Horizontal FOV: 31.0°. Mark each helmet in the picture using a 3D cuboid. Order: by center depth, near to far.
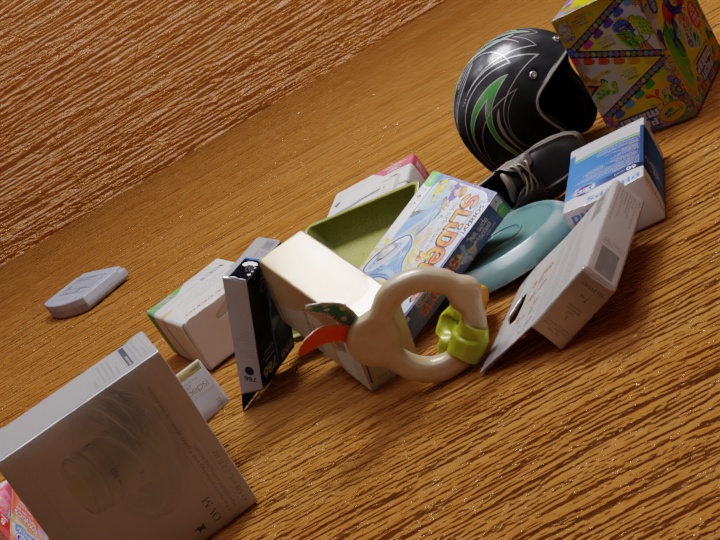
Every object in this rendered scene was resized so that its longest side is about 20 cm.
[{"bbox_3d":[0.224,-0.233,1.790,0.199,0.191,0.200,-30,17,10],"label":"helmet"}]

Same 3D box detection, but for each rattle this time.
[{"bbox_3d":[0.037,0.044,1.399,0.198,0.131,0.143,-9,33,9],"label":"rattle"}]

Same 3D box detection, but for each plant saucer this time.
[{"bbox_3d":[0.173,-0.029,1.570,0.199,0.028,0.200,-33,13,8],"label":"plant saucer"},{"bbox_3d":[0.000,0.000,1.697,0.199,0.048,0.201,-21,42,33],"label":"plant saucer"}]

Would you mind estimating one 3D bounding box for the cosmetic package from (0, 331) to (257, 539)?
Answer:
[{"bbox_3d":[-0.251,0.210,1.369,0.199,0.200,0.123,-35,16,-11],"label":"cosmetic package"}]

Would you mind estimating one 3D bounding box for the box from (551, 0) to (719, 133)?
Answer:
[{"bbox_3d":[0.375,-0.309,1.736,0.121,0.193,0.200,-19,21,36],"label":"box"}]

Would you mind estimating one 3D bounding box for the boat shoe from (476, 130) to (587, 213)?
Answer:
[{"bbox_3d":[0.204,-0.106,1.655,0.199,0.075,0.073,-37,-5,16],"label":"boat shoe"}]

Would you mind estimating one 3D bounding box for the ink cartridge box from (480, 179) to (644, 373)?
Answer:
[{"bbox_3d":[0.215,0.016,1.362,0.176,0.045,0.200,-52,3,36],"label":"ink cartridge box"}]

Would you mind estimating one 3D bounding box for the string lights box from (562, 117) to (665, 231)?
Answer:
[{"bbox_3d":[0.299,-0.103,1.521,0.102,0.059,0.200,-25,18,23],"label":"string lights box"}]

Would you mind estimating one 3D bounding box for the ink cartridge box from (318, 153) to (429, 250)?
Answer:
[{"bbox_3d":[0.029,-0.074,1.877,0.146,0.083,0.200,-26,17,18],"label":"ink cartridge box"}]

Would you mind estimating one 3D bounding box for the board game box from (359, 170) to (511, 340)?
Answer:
[{"bbox_3d":[0.076,-0.021,1.563,0.201,0.034,0.135,-53,35,-9],"label":"board game box"}]

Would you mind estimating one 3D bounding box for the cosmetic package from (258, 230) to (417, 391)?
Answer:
[{"bbox_3d":[-0.028,0.044,1.500,0.071,0.106,0.200,-34,37,-19],"label":"cosmetic package"}]

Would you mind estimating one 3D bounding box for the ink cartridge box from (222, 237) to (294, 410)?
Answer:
[{"bbox_3d":[-0.122,0.070,1.607,0.039,0.201,0.100,9,35,20],"label":"ink cartridge box"}]

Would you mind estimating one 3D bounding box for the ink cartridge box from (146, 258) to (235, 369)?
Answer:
[{"bbox_3d":[-0.217,0.061,1.927,0.145,0.088,0.200,-38,16,-17],"label":"ink cartridge box"}]

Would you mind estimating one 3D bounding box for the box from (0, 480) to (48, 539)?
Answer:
[{"bbox_3d":[-0.489,0.356,1.563,0.199,0.095,0.103,-30,18,7],"label":"box"}]

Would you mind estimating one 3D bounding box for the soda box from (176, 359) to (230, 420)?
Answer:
[{"bbox_3d":[-0.216,0.168,1.553,0.068,0.064,0.200,-38,-2,-22],"label":"soda box"}]

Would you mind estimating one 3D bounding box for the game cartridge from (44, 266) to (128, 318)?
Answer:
[{"bbox_3d":[-0.577,0.048,2.700,0.133,0.041,0.199,-39,17,-33],"label":"game cartridge"}]
